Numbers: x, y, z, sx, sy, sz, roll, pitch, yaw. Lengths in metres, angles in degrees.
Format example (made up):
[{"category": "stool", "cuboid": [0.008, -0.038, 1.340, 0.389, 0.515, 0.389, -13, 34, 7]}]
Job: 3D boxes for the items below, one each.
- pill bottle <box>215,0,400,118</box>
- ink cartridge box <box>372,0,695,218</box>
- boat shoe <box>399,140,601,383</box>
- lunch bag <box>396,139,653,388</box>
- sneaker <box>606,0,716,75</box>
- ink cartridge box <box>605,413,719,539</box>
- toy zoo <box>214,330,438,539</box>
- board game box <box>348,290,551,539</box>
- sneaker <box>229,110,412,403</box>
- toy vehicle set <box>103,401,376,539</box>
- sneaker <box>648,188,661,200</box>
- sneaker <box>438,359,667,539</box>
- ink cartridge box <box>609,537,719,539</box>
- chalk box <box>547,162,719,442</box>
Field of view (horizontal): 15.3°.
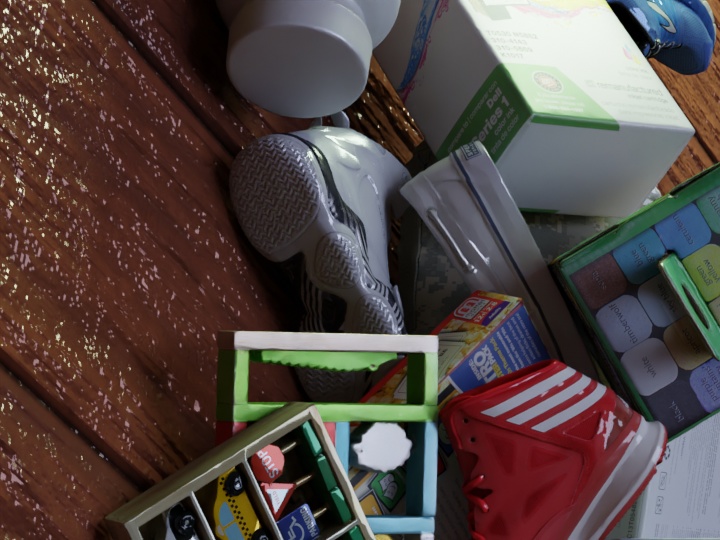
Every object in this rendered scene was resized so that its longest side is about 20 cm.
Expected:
[{"category": "pill bottle", "cuboid": [-0.028, -0.192, 1.590, 0.112, 0.112, 0.201, 47, 38, -42]}, {"category": "ink cartridge box", "cuboid": [0.096, -0.134, 1.697, 0.144, 0.084, 0.200, 3, 45, -39]}, {"category": "boat shoe", "cuboid": [0.086, 0.023, 1.597, 0.201, 0.065, 0.074, 63, 0, -9]}, {"category": "lunch bag", "cuboid": [0.103, 0.018, 1.718, 0.199, 0.118, 0.165, 24, 53, -24]}, {"category": "sneaker", "cuboid": [0.210, -0.192, 2.099, 0.200, 0.078, 0.090, 27, 59, -45]}, {"category": "ink cartridge box", "cuboid": [0.226, 0.178, 1.886, 0.200, 0.040, 0.201, 15, 83, -56]}, {"category": "toy zoo", "cuboid": [-0.019, 0.134, 1.435, 0.131, 0.020, 0.201, 3, 88, -31]}, {"category": "board game box", "cuboid": [0.046, 0.133, 1.524, 0.200, 0.046, 0.152, -42, 119, -25]}, {"category": "sneaker", "cuboid": [0.000, 0.000, 1.581, 0.201, 0.075, 0.115, 66, 31, -10]}, {"category": "toy vehicle set", "cuboid": [-0.039, 0.184, 1.395, 0.124, 0.026, 0.201, -32, 107, -27]}, {"category": "sneaker", "cuboid": [0.170, -0.071, 1.870, 0.201, 0.075, 0.081, 65, 20, -19]}, {"category": "sneaker", "cuboid": [0.069, 0.136, 1.485, 0.115, 0.200, 0.078, 37, -4, -4]}, {"category": "ink cartridge box", "cuboid": [0.176, 0.215, 1.697, 0.199, 0.136, 0.077, 4, 74, -49]}, {"category": "chalk box", "cuboid": [0.192, 0.018, 1.557, 0.125, 0.123, 0.200, 60, 0, 1]}]
